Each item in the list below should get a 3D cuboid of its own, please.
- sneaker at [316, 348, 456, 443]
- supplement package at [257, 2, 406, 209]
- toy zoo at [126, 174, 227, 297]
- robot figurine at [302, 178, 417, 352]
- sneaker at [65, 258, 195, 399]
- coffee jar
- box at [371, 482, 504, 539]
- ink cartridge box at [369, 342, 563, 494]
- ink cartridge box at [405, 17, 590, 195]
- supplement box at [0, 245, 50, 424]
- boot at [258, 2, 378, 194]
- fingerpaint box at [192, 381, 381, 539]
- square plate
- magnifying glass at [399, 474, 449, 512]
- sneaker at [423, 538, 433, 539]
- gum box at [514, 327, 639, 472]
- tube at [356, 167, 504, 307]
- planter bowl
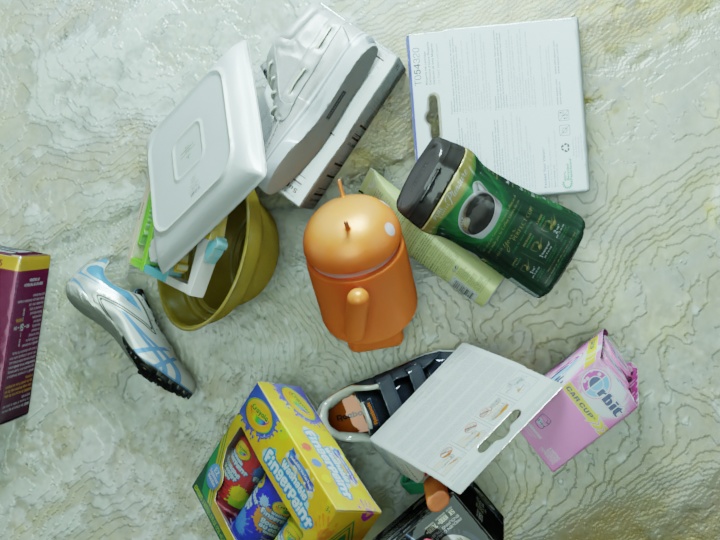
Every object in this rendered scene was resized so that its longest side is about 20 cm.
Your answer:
[{"bbox_3d":[0.041,0.151,1.468,0.198,0.079,0.079,-23,88,5],"label":"sneaker"},{"bbox_3d":[-0.051,-0.183,1.451,0.113,0.110,0.201,35,95,4],"label":"supplement package"},{"bbox_3d":[-0.202,-0.049,1.450,0.020,0.199,0.133,12,94,-37],"label":"toy zoo"},{"bbox_3d":[0.001,0.001,1.422,0.116,0.201,0.144,19,49,35],"label":"robot figurine"},{"bbox_3d":[-0.261,0.070,1.509,0.200,0.072,0.072,47,69,-3],"label":"sneaker"},{"bbox_3d":[0.142,-0.061,1.410,0.199,0.085,0.105,30,100,-7],"label":"coffee jar"},{"bbox_3d":[0.061,0.327,1.427,0.200,0.164,0.086,-42,87,6],"label":"box"},{"bbox_3d":[0.117,0.165,1.357,0.160,0.200,0.047,-44,116,-14],"label":"ink cartridge box"},{"bbox_3d":[0.158,-0.181,1.461,0.197,0.043,0.199,-4,93,8],"label":"ink cartridge box"},{"bbox_3d":[-0.458,0.069,1.512,0.129,0.103,0.203,9,93,6],"label":"supplement box"},{"bbox_3d":[-0.073,-0.187,1.371,0.095,0.074,0.201,36,91,15],"label":"boot"},{"bbox_3d":[-0.088,0.254,1.417,0.168,0.073,0.200,-56,47,22],"label":"fingerpaint box"},{"bbox_3d":[-0.180,-0.129,1.408,0.200,0.028,0.200,-39,46,35],"label":"square plate"},{"bbox_3d":[0.079,0.227,1.402,0.079,0.200,0.022,-41,95,3],"label":"magnifying glass"},{"bbox_3d":[0.019,0.350,1.326,0.199,0.074,0.087,-31,73,4],"label":"sneaker"},{"bbox_3d":[0.239,0.136,1.386,0.113,0.200,0.066,-41,87,14],"label":"gum box"},{"bbox_3d":[0.077,-0.036,1.470,0.199,0.052,0.058,35,91,5],"label":"tube"},{"bbox_3d":[-0.150,-0.024,1.461,0.083,0.200,0.203,13,95,-36],"label":"planter bowl"}]
